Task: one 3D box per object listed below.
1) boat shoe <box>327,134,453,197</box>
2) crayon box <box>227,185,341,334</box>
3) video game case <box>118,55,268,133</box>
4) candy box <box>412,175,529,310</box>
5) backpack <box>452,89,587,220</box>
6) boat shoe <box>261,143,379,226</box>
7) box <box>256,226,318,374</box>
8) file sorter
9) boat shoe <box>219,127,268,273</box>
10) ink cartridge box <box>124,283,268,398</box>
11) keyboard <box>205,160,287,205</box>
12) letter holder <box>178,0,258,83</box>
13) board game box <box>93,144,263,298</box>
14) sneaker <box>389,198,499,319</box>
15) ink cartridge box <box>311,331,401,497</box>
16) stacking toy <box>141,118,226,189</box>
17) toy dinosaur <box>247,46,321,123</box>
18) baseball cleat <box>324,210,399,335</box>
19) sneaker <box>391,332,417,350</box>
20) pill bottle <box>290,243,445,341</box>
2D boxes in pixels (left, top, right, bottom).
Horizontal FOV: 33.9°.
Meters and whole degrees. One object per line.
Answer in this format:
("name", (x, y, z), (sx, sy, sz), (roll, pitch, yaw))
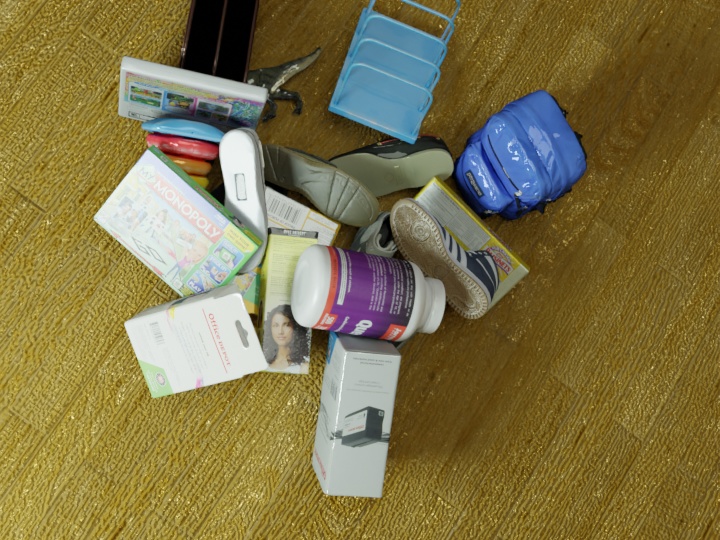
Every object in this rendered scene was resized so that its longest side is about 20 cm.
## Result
("boat shoe", (0.038, -0.158, 1.772), (0.199, 0.063, 0.074), (-8, 123, -2))
("crayon box", (-0.126, -0.003, 1.707), (0.125, 0.052, 0.202), (26, 79, -11))
("video game case", (-0.239, -0.236, 1.659), (0.198, 0.182, 0.024), (12, 74, -10))
("candy box", (0.148, -0.037, 1.766), (0.200, 0.026, 0.102), (45, 109, -2))
("backpack", (0.236, -0.158, 1.740), (0.167, 0.200, 0.163), (-34, 90, -15))
("boat shoe", (-0.059, -0.132, 1.718), (0.199, 0.066, 0.072), (26, 110, 2))
("box", (-0.104, 0.043, 1.657), (0.074, 0.050, 0.202), (4, 83, -15))
("file sorter", (0.057, -0.320, 1.739), (0.138, 0.123, 0.201), (21, 59, -7))
("boat shoe", (-0.159, -0.100, 1.649), (0.070, 0.070, 0.202), (-1, 103, 14))
("ink cartridge box", (-0.210, 0.092, 1.604), (0.198, 0.067, 0.118), (-15, 101, 28))
("keyboard", (-0.216, -0.099, 1.727), (0.200, 0.021, 0.127), (-39, 95, -16))
("letter holder", (-0.198, -0.353, 1.683), (0.100, 0.142, 0.202), (10, 64, -8))
("board game box", (-0.251, -0.056, 1.621), (0.200, 0.029, 0.135), (41, 111, -6))
("sneaker", (0.125, -0.027, 1.707), (0.070, 0.108, 0.201), (-39, 89, 28))
("ink cartridge box", (-0.007, 0.193, 1.631), (0.083, 0.145, 0.202), (6, 99, -11))
("stacking toy", (-0.259, -0.111, 1.664), (0.115, 0.110, 0.202), (7, 94, -21))
("toy dinosaur", (-0.130, -0.270, 1.761), (0.199, 0.047, 0.089), (-22, 80, -18))
("baseball cleat", (0.000, 0.000, 1.712), (0.069, 0.106, 0.202), (24, 79, -12))
("sneaker", (0.050, 0.077, 1.725), (0.200, 0.079, 0.074), (-44, 94, -13))
("pill bottle", (0.011, 0.034, 1.613), (0.198, 0.112, 0.114), (10, 79, -20))
